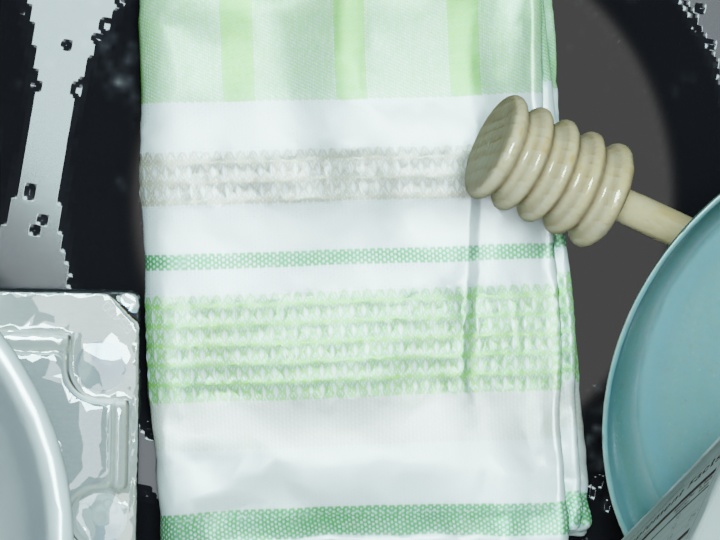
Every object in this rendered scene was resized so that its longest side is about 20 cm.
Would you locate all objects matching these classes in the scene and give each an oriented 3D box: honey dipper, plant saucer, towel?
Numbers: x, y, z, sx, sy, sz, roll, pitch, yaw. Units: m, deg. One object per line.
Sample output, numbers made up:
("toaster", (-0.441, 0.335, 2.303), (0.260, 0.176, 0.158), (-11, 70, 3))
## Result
("honey dipper", (0.129, -0.002, 0.989), (0.200, 0.038, 0.038), (25, 89, -17))
("plant saucer", (0.175, 0.040, 0.981), (0.200, 0.027, 0.200), (-4, 110, -10))
("towel", (0.000, 0.000, 0.992), (0.149, 0.031, 0.200), (-3, 91, -5))

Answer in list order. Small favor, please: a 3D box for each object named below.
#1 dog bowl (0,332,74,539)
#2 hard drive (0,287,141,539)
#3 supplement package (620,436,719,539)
("dog bowl", (-0.190, 0.084, 0.860), (0.200, 0.079, 0.200), (5, 74, -18))
("hard drive", (-0.144, 0.105, 0.979), (0.140, 0.038, 0.200), (2, 90, -5))
("supplement package", (0.151, 0.171, 0.927), (0.200, 0.111, 0.156), (35, 131, -3))
